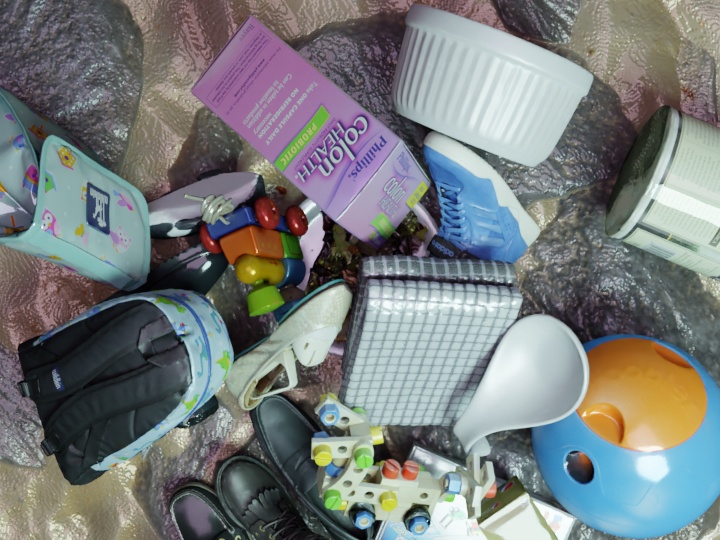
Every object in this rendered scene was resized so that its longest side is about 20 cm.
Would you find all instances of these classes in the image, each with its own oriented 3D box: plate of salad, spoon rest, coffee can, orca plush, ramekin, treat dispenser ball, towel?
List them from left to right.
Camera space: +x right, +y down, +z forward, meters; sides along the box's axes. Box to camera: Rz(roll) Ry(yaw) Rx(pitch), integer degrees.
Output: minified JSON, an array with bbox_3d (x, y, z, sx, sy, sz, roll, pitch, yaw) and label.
[{"bbox_3d":[-0.189,-0.045,0.965,0.198,0.106,0.072,-25,123,0],"label":"orca plush"},{"bbox_3d":[0.000,0.000,0.971,0.197,0.048,0.204,0,92,2],"label":"plate of salad"},{"bbox_3d":[0.065,0.073,0.910,0.163,0.086,0.202,2,133,-12],"label":"towel"},{"bbox_3d":[0.124,-0.184,0.890,0.198,0.200,0.106,22,102,1],"label":"ramekin"},{"bbox_3d":[0.150,0.124,0.859,0.100,0.060,0.201,57,136,25],"label":"spoon rest"},{"bbox_3d":[0.275,0.168,0.893,0.197,0.201,0.204,0,92,2],"label":"treat dispenser ball"},{"bbox_3d":[0.377,-0.065,0.908,0.198,0.146,0.148,23,93,1],"label":"coffee can"}]

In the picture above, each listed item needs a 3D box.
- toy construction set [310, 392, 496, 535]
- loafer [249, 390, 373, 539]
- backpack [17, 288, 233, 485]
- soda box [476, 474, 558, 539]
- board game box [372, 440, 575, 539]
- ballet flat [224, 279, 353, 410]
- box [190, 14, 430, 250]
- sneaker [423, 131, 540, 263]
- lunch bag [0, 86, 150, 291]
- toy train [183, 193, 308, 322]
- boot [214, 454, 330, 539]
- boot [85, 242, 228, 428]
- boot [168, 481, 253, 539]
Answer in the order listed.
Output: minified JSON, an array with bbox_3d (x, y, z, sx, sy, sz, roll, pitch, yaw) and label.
[{"bbox_3d":[0.037,0.207,0.895,0.197,0.092,0.133,16,115,0],"label":"toy construction set"},{"bbox_3d":[-0.050,0.218,0.964,0.068,0.070,0.202,-36,92,-16],"label":"loafer"},{"bbox_3d":[-0.223,0.097,0.869,0.199,0.153,0.165,-35,76,36],"label":"backpack"},{"bbox_3d":[0.200,0.326,0.933,0.064,0.068,0.201,-34,91,2],"label":"soda box"},{"bbox_3d":[0.126,0.292,0.984,0.198,0.035,0.128,24,92,0],"label":"board game box"},{"bbox_3d":[-0.068,0.083,0.909,0.199,0.067,0.063,-39,68,34],"label":"ballet flat"},{"bbox_3d":[-0.043,-0.131,0.882,0.200,0.176,0.097,41,93,15],"label":"box"},{"bbox_3d":[0.104,-0.050,0.910,0.112,0.200,0.077,-51,46,-1],"label":"sneaker"},{"bbox_3d":[-0.310,-0.071,0.882,0.122,0.170,0.200,-46,59,3],"label":"lunch bag"},{"bbox_3d":[-0.111,-0.007,0.877,0.084,0.200,0.117,-22,79,19],"label":"toy train"},{"bbox_3d":[-0.064,0.278,0.915,0.069,0.174,0.201,-41,99,-22],"label":"boot"},{"bbox_3d":[-0.195,0.080,0.963,0.198,0.076,0.170,-30,88,10],"label":"boot"},{"bbox_3d":[-0.153,0.333,0.936,0.072,0.151,0.202,-28,91,2],"label":"boot"}]
